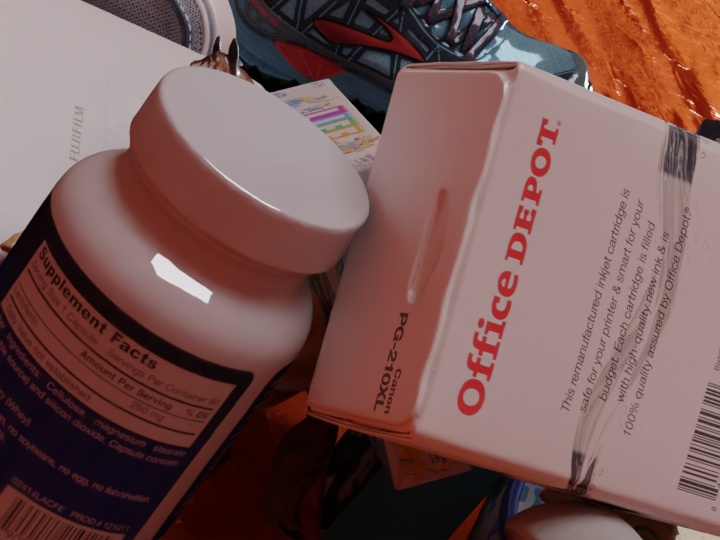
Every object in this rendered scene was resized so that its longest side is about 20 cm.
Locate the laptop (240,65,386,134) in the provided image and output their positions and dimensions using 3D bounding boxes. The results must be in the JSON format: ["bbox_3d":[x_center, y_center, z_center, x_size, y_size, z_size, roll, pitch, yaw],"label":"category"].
[{"bbox_3d":[0.039,-0.021,1.361,0.199,0.104,0.177,-1,35,-16],"label":"laptop"}]

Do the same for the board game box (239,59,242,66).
[{"bbox_3d":[-0.135,-0.087,1.327,0.200,0.062,0.200,18,30,-37],"label":"board game box"}]

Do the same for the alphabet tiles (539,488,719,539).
[{"bbox_3d":[0.198,0.099,1.125,0.167,0.008,0.200,45,57,10],"label":"alphabet tiles"}]

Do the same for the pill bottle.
[{"bbox_3d":[-0.089,0.026,1.008,0.116,0.200,0.116,31,24,-15],"label":"pill bottle"}]

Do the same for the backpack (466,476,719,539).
[{"bbox_3d":[0.147,0.124,1.187,0.183,0.147,0.200,38,50,6],"label":"backpack"}]

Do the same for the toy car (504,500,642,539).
[{"bbox_3d":[0.070,0.205,1.001,0.200,0.175,0.150,50,-10,28],"label":"toy car"}]

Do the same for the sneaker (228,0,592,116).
[{"bbox_3d":[0.025,-0.129,1.335,0.199,0.096,0.079,16,38,10],"label":"sneaker"}]

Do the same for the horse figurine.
[{"bbox_3d":[-0.063,0.017,1.126,0.132,0.050,0.200,-36,102,-30],"label":"horse figurine"}]

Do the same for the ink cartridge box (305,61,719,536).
[{"bbox_3d":[0.094,0.016,1.015,0.200,0.145,0.084,19,-6,-32],"label":"ink cartridge box"}]

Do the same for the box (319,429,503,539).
[{"bbox_3d":[0.060,0.046,1.181,0.049,0.200,0.082,34,23,-13],"label":"box"}]

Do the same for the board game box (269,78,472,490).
[{"bbox_3d":[0.000,0.000,1.129,0.200,0.034,0.135,-123,-161,-73],"label":"board game box"}]

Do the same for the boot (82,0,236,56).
[{"bbox_3d":[-0.157,-0.152,1.266,0.200,0.073,0.090,38,27,24],"label":"boot"}]

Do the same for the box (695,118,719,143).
[{"bbox_3d":[0.286,0.026,1.458,0.200,0.118,0.197,14,-21,30],"label":"box"}]

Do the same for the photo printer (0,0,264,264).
[{"bbox_3d":[-0.138,-0.045,1.172,0.200,0.069,0.167,23,54,-31],"label":"photo printer"}]
